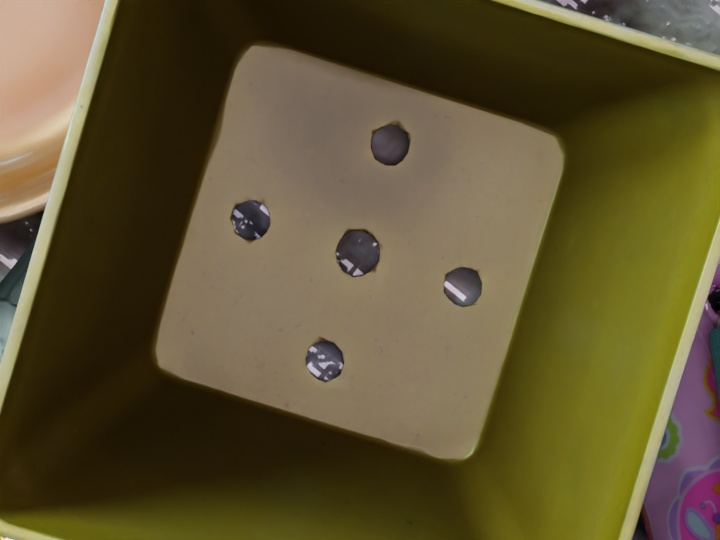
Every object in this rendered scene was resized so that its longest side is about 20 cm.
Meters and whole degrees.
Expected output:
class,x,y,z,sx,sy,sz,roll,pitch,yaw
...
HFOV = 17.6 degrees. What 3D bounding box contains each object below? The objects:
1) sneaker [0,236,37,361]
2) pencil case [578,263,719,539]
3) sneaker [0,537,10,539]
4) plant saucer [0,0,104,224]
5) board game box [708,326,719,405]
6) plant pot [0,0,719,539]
class,x,y,z,sx,sy,sz,roll,pitch,yaw
sneaker,-0.180,0.039,0.828,0.112,0.073,0.201,36,91,-4
pencil case,0.143,0.085,0.836,0.087,0.087,0.202,-15,92,-2
sneaker,-0.140,0.153,0.824,0.073,0.077,0.201,36,93,-25
plant saucer,-0.151,-0.115,0.845,0.198,0.037,0.202,0,91,-1
board game box,0.225,0.084,0.782,0.198,0.045,0.154,-5,81,-15
plant pot,0.000,0.000,0.779,0.198,0.176,0.202,17,95,-2
